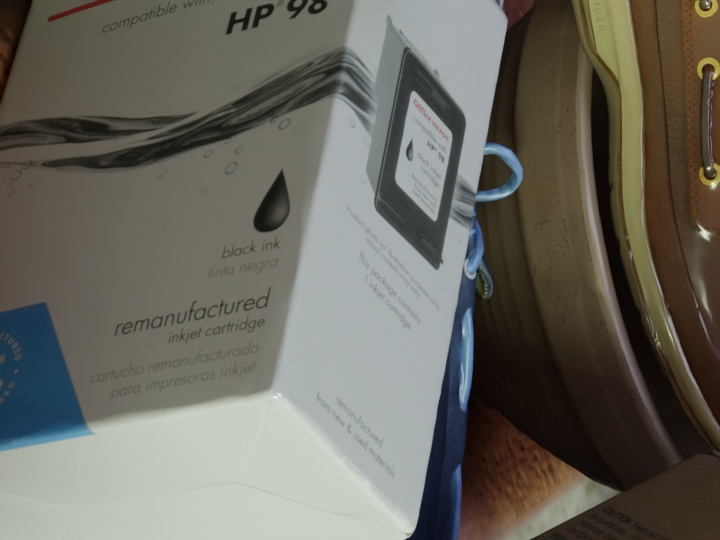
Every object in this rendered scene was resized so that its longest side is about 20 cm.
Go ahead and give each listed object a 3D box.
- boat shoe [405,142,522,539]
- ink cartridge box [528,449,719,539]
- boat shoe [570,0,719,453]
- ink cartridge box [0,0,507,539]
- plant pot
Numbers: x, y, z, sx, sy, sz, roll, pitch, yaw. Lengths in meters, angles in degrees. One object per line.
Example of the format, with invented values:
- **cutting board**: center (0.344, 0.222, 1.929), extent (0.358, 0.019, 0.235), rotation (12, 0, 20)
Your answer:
- **boat shoe**: center (0.000, 0.000, 0.759), extent (0.069, 0.084, 0.200), rotation (10, 87, -47)
- **ink cartridge box**: center (0.075, 0.131, 0.658), extent (0.165, 0.200, 0.075), rotation (-24, 106, -14)
- **boat shoe**: center (0.115, -0.036, 0.782), extent (0.072, 0.068, 0.200), rotation (-17, 95, -59)
- **ink cartridge box**: center (-0.034, -0.027, 0.662), extent (0.067, 0.116, 0.200), rotation (46, 43, -41)
- **plant pot**: center (0.082, -0.007, 0.874), extent (0.201, 0.093, 0.201), rotation (28, 56, -53)
